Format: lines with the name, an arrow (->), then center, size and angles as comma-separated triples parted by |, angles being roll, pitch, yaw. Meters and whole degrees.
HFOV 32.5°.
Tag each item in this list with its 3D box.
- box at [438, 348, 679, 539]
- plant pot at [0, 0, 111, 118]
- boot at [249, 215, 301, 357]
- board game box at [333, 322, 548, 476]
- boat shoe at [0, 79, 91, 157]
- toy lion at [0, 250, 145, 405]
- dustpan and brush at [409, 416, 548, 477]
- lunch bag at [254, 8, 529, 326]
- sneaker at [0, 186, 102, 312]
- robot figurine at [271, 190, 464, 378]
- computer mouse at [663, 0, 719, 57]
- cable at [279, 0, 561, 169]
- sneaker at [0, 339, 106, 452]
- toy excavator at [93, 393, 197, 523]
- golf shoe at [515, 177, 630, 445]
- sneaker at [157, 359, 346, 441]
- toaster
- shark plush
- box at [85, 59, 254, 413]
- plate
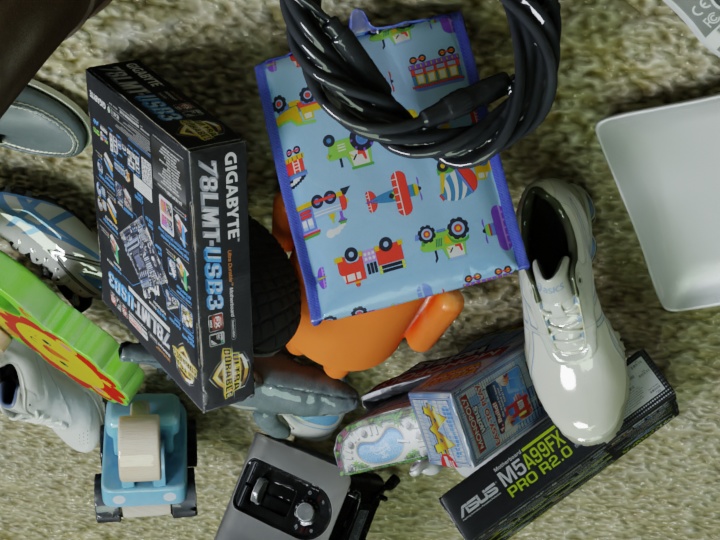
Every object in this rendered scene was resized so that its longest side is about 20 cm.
box -> 0.168, 0.151, 1.012 | 0.199, 0.044, 0.160 | -37, 161, 6
plant pot -> -0.272, -0.187, 0.805 | 0.197, 0.200, 0.202 | 8, 137, 7
boot -> -0.117, 0.011, 0.994 | 0.069, 0.201, 0.132 | -7, 145, -30
board game box -> 0.077, 0.105, 1.002 | 0.198, 0.199, 0.062 | -18, 94, 30
boat shoe -> -0.313, -0.121, 0.981 | 0.197, 0.062, 0.073 | 17, 137, -1
toy lion -> -0.274, 0.040, 1.047 | 0.190, 0.069, 0.201 | 25, 158, 25
dustpan and brush -> 0.103, 0.145, 1.066 | 0.139, 0.200, 0.058 | -31, 94, 38
lunch bag -> 0.018, -0.080, 0.847 | 0.149, 0.094, 0.203 | -14, 91, 4
sneaker -> -0.253, -0.011, 1.061 | 0.199, 0.073, 0.072 | 30, 163, -17
robot figurine -> -0.002, -0.001, 0.977 | 0.115, 0.145, 0.201 | -10, 147, -30
computer mouse -> 0.203, -0.201, 0.773 | 0.199, 0.044, 0.110 | 37, 128, -13
cable -> 0.033, -0.157, 0.792 | 0.197, 0.165, 0.051 | 14, -179, -13
sneaker -> -0.319, 0.119, 1.208 | 0.074, 0.088, 0.201 | -9, 132, 22
toy excavator -> -0.204, 0.160, 1.148 | 0.098, 0.196, 0.202 | -2, 130, -6
golf shoe -> 0.145, 0.030, 0.908 | 0.077, 0.203, 0.097 | -14, 170, 19
sneaker -> -0.104, 0.088, 1.127 | 0.198, 0.072, 0.073 | 24, 113, -6
toaster -> -0.062, 0.257, 1.173 | 0.117, 0.183, 0.200 | 21, 175, 16
shark plush -> -0.099, 0.077, 1.023 | 0.199, 0.092, 0.083 | 29, 174, -24
box -> -0.142, -0.030, 0.906 | 0.049, 0.200, 0.201 | -15, 120, -27
plate -> 0.292, -0.061, 0.894 | 0.198, 0.033, 0.201 | -11, 130, 25
